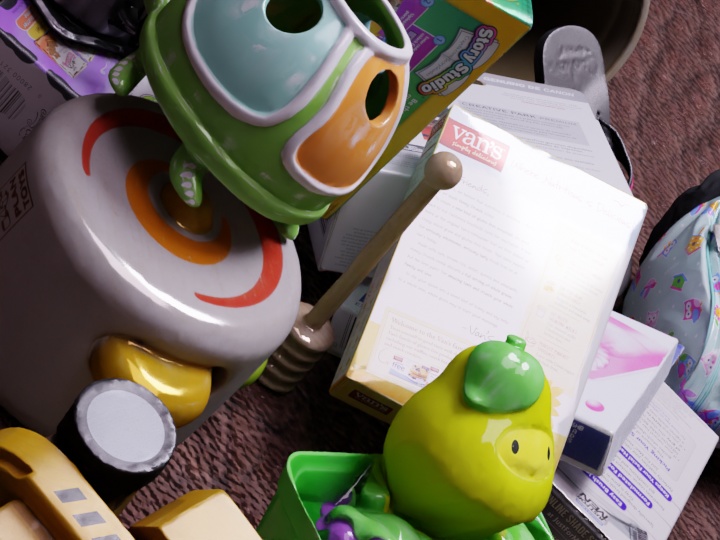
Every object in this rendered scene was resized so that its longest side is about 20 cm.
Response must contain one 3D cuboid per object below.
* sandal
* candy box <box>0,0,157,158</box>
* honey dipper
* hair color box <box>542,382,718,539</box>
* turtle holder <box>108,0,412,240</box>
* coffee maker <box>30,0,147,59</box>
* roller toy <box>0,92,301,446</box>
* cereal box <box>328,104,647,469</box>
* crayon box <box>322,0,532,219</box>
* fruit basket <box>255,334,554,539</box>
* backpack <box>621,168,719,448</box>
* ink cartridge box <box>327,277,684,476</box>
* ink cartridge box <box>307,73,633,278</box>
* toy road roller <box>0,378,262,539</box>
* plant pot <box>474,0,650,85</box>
[{"bbox_3d":[0.163,-0.076,1.986,0.075,0.045,0.201,-13,99,-34],"label":"sandal"},{"bbox_3d":[-0.143,-0.100,1.711,0.200,0.072,0.168,42,32,-7],"label":"candy box"},{"bbox_3d":[0.000,0.000,1.643,0.038,0.200,0.038,26,38,-22],"label":"honey dipper"},{"bbox_3d":[0.156,0.132,1.811,0.109,0.065,0.200,45,30,-2],"label":"hair color box"},{"bbox_3d":[-0.048,-0.121,1.536,0.141,0.132,0.186,32,28,-36],"label":"turtle holder"},{"bbox_3d":[-0.086,-0.231,1.668,0.135,0.200,0.192,53,33,12],"label":"coffee maker"},{"bbox_3d":[-0.132,0.000,1.547,0.183,0.140,0.200,48,32,3],"label":"roller toy"},{"bbox_3d":[0.080,0.016,1.690,0.143,0.040,0.201,27,64,-10],"label":"cereal box"},{"bbox_3d":[-0.007,-0.129,1.644,0.118,0.200,0.058,28,37,-29],"label":"crayon box"},{"bbox_3d":[0.053,0.145,1.547,0.215,0.216,0.156,7,49,-46],"label":"fruit basket"},{"bbox_3d":[0.259,0.041,1.970,0.126,0.167,0.201,12,45,-14],"label":"backpack"},{"bbox_3d":[0.102,0.037,1.804,0.196,0.043,0.200,24,31,12],"label":"ink cartridge box"},{"bbox_3d":[0.065,-0.062,1.829,0.199,0.084,0.176,10,30,-15],"label":"ink cartridge box"},{"bbox_3d":[-0.135,0.169,1.382,0.200,0.123,0.146,49,45,9],"label":"toy road roller"},{"bbox_3d":[0.096,-0.233,2.054,0.199,0.200,0.174,28,21,-27],"label":"plant pot"}]
